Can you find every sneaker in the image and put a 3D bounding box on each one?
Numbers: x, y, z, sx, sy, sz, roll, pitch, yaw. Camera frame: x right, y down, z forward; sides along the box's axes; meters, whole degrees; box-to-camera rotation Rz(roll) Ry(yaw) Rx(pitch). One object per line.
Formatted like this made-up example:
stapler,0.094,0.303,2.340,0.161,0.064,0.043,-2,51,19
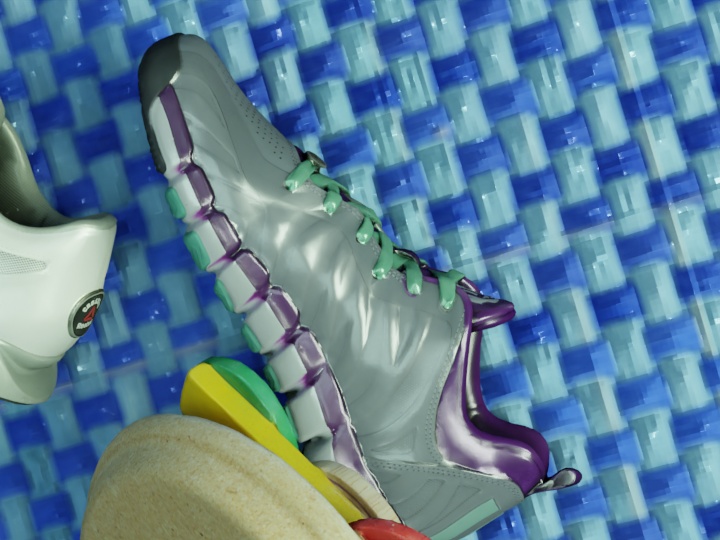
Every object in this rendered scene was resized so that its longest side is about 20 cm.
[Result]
sneaker,-0.173,-0.044,0.857,0.200,0.074,0.089,34,106,5
sneaker,0.000,0.000,0.798,0.087,0.074,0.200,-25,96,11

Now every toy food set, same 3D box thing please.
toy food set,-0.022,0.133,0.787,0.200,0.049,0.198,44,142,25
